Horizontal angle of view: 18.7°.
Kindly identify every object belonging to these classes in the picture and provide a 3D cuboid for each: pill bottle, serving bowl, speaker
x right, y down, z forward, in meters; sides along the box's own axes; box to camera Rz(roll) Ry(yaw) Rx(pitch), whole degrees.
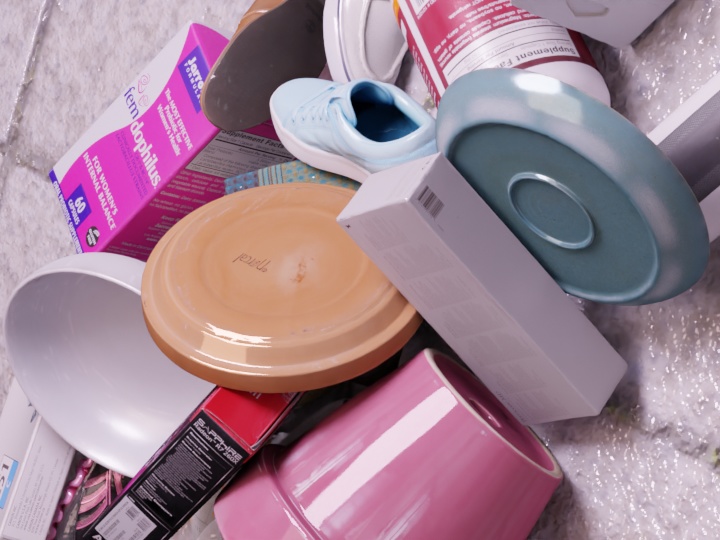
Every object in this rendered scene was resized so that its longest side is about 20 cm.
[{"bbox_3d":[0.103,-0.134,1.499,0.113,0.113,0.201,-41,56,31],"label":"pill bottle"},{"bbox_3d":[-0.170,0.064,1.655,0.199,0.066,0.201,18,132,21],"label":"serving bowl"},{"bbox_3d":[0.248,-0.092,1.371,0.200,0.081,0.082,-42,55,30],"label":"speaker"}]

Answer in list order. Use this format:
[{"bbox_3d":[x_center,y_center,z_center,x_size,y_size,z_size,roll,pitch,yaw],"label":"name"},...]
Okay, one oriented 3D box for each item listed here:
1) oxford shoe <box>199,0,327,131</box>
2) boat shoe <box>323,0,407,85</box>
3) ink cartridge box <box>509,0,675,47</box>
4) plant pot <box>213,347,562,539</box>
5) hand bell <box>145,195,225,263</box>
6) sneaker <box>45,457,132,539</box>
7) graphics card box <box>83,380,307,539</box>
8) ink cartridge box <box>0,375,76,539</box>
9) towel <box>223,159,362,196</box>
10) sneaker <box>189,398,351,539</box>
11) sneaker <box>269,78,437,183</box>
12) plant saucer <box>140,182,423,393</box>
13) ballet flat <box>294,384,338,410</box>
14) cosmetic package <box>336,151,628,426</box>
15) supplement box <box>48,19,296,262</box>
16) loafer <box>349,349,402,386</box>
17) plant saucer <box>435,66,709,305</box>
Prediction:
[{"bbox_3d":[-0.065,-0.177,1.664,0.071,0.071,0.200,-1,42,49],"label":"oxford shoe"},{"bbox_3d":[0.026,-0.222,1.627,0.070,0.071,0.201,0,75,47],"label":"boat shoe"},{"bbox_3d":[0.129,-0.264,1.477,0.083,0.145,0.201,-42,56,29],"label":"ink cartridge box"},{"bbox_3d":[0.031,0.159,1.472,0.179,0.200,0.200,-47,51,9],"label":"plant pot"},{"bbox_3d":[-0.178,0.006,1.702,0.199,0.104,0.105,-10,73,17],"label":"hand bell"},{"bbox_3d":[-0.186,0.184,1.760,0.095,0.079,0.201,21,98,33],"label":"sneaker"},{"bbox_3d":[-0.105,0.122,1.524,0.051,0.126,0.200,41,135,-1],"label":"graphics card box"},{"bbox_3d":[-0.275,0.117,1.815,0.176,0.045,0.201,10,80,64],"label":"ink cartridge box"},{"bbox_3d":[0.000,-0.029,1.564,0.199,0.022,0.147,-14,55,13],"label":"towel"},{"bbox_3d":[-0.072,0.147,1.648,0.200,0.075,0.092,-45,50,28],"label":"sneaker"},{"bbox_3d":[0.001,-0.111,1.545,0.200,0.074,0.082,29,147,43],"label":"sneaker"},{"bbox_3d":[-0.051,0.003,1.487,0.200,0.200,0.032,42,148,41],"label":"plant saucer"},{"bbox_3d":[-0.081,0.078,1.681,0.199,0.070,0.071,20,96,44],"label":"ballet flat"},{"bbox_3d":[0.081,0.014,1.433,0.082,0.200,0.051,-15,33,52],"label":"cosmetic package"},{"bbox_3d":[-0.144,-0.092,1.744,0.200,0.103,0.102,-43,56,29],"label":"supplement box"},{"bbox_3d":[0.000,0.000,1.601,0.075,0.070,0.201,-6,58,15],"label":"loafer"},{"bbox_3d":[0.126,-0.044,1.374,0.199,0.201,0.027,7,50,45],"label":"plant saucer"}]
